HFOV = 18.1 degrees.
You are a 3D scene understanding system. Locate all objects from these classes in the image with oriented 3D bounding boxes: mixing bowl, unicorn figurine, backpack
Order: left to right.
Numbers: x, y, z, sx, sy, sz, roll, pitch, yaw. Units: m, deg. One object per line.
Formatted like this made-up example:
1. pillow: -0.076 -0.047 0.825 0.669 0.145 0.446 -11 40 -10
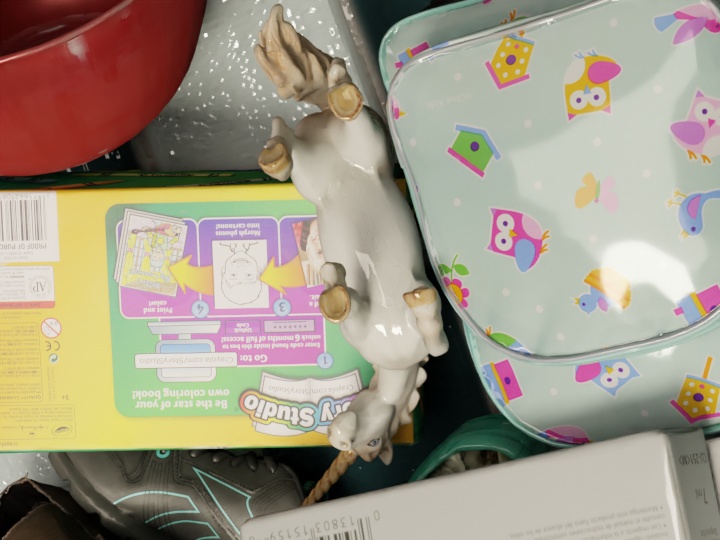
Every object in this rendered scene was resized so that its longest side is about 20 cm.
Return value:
1. mixing bowl: -0.146 -0.115 1.003 0.199 0.201 0.109 7 140 24
2. unicorn figurine: 0.000 0.000 0.922 0.073 0.137 0.201 -2 83 5
3. backpack: 0.110 -0.028 0.905 0.175 0.153 0.201 -16 100 22

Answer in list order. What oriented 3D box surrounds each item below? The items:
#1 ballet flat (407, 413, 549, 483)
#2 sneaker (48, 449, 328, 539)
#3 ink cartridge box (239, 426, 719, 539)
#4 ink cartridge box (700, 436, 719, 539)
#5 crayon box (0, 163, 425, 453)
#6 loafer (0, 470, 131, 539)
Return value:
1. ballet flat: 0.011 0.145 0.989 0.067 0.070 0.200 38 90 5
2. sneaker: -0.062 0.111 1.066 0.200 0.075 0.079 39 100 7
3. ink cartridge box: 0.056 0.166 0.893 0.199 0.043 0.175 -15 81 30
4. ink cartridge box: 0.169 0.135 0.900 0.199 0.084 0.146 -20 80 40
5. crayon box: -0.072 0.017 1.011 0.199 0.058 0.120 -1 100 3
6. loafer: -0.139 0.150 1.032 0.071 0.200 0.073 40 88 -20
